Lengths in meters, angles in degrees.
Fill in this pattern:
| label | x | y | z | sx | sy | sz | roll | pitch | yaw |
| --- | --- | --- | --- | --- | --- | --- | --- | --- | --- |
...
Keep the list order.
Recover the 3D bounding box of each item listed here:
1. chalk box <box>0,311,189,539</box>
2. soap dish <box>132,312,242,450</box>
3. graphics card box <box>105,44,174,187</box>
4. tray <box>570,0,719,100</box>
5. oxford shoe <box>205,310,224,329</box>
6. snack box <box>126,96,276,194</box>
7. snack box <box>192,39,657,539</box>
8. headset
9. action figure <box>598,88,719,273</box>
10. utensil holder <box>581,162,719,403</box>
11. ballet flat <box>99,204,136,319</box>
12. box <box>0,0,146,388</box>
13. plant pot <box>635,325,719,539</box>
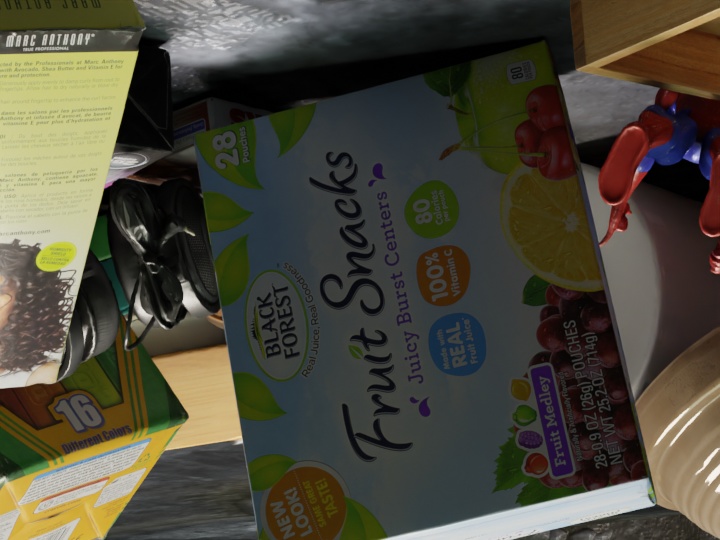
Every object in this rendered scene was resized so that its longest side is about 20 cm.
| label | x | y | z | sx | sy | sz | roll | pitch | yaw |
| --- | --- | --- | --- | --- | --- | --- | --- | --- | --- |
| chalk box | -0.207 | 0.047 | 1.022 | 0.124 | 0.201 | 0.124 | -18 | 154 | -44 |
| soap dish | -0.097 | 0.057 | 1.191 | 0.156 | 0.082 | 0.200 | -11 | -176 | 21 |
| graphics card box | -0.183 | -0.055 | 0.868 | 0.125 | 0.051 | 0.199 | 6 | 163 | -35 |
| tray | 0.193 | -0.098 | 0.814 | 0.199 | 0.037 | 0.098 | 6 | 164 | -37 |
| oxford shoe | 0.000 | 0.000 | 1.003 | 0.198 | 0.072 | 0.071 | -4 | 162 | 12 |
| snack box | -0.025 | -0.050 | 0.987 | 0.072 | 0.025 | 0.199 | -17 | 161 | 41 |
| snack box | 0.026 | 0.020 | 0.859 | 0.167 | 0.202 | 0.068 | -13 | 160 | 9 |
| headset | -0.119 | -0.009 | 0.903 | 0.123 | 0.095 | 0.200 | -23 | -163 | -17 |
| action figure | 0.140 | -0.032 | 0.861 | 0.065 | 0.100 | 0.200 | 20 | -160 | 11 |
| utensil holder | 0.153 | 0.036 | 1.090 | 0.169 | 0.172 | 0.199 | -13 | 162 | 37 |
| ballet flat | -0.160 | 0.000 | 1.108 | 0.199 | 0.070 | 0.069 | -12 | 165 | 39 |
| box | -0.141 | -0.033 | 0.761 | 0.075 | 0.050 | 0.201 | -6 | 139 | -24 |
| plant pot | 0.239 | 0.087 | 0.975 | 0.199 | 0.093 | 0.201 | -16 | 149 | -10 |
